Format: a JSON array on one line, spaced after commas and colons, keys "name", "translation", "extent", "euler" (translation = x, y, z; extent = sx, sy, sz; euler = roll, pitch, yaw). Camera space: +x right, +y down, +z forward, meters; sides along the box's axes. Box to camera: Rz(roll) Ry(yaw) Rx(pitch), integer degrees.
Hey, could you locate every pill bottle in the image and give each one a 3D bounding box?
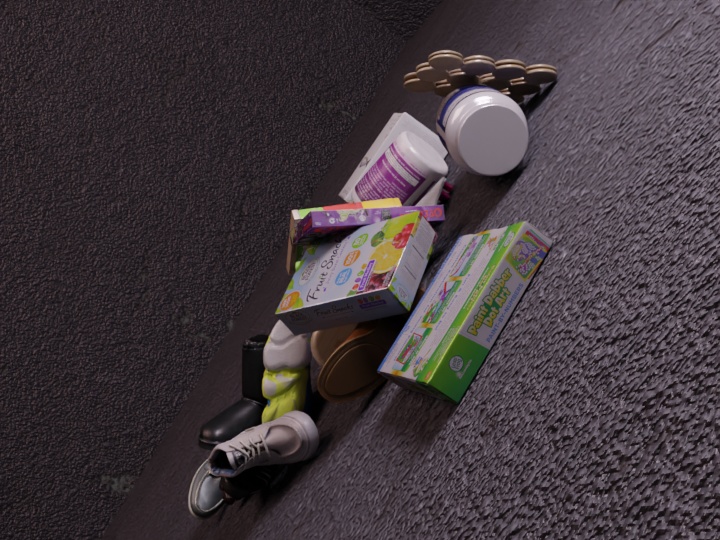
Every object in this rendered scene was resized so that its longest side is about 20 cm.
[{"name": "pill bottle", "translation": [0.054, -0.142, 1.639], "extent": [0.200, 0.112, 0.112], "euler": [-47, 12, 21]}, {"name": "pill bottle", "translation": [0.171, -0.197, 1.284], "extent": [0.116, 0.116, 0.200], "euler": [-53, 11, 13]}]

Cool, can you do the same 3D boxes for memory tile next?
[{"name": "memory tile", "translation": [0.176, -0.286, 1.359], "extent": [0.153, 0.199, 0.017], "euler": [153, 120, -71]}]

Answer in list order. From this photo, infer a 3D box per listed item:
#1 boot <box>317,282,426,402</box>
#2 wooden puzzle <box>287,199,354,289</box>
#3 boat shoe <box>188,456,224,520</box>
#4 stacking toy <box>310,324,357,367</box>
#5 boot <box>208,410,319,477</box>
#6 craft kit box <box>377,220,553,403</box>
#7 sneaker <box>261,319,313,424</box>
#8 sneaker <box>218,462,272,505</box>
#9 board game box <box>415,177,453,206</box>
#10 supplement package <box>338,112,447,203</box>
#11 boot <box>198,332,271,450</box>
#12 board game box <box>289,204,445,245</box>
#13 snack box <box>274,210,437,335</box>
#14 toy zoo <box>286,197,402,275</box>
[{"name": "boot", "translation": [0.014, 0.089, 1.253], "extent": [0.200, 0.074, 0.155], "euler": [-44, 11, -2]}, {"name": "wooden puzzle", "translation": [-0.043, 0.001, 1.567], "extent": [0.200, 0.037, 0.185], "euler": [-57, -30, -15]}, {"name": "boat shoe", "translation": [-0.237, 0.346, 1.616], "extent": [0.200, 0.073, 0.062], "euler": [-57, 5, -37]}, {"name": "stacking toy", "translation": [-0.041, 0.112, 1.441], "extent": [0.086, 0.085, 0.200], "euler": [-57, 4, -5]}, {"name": "boot", "translation": [-0.143, 0.258, 1.303], "extent": [0.095, 0.074, 0.200], "euler": [-20, -8, -38]}, {"name": "craft kit box", "translation": [0.110, 0.045, 1.020], "extent": [0.200, 0.048, 0.197], "euler": [-58, 8, -9]}, {"name": "sneaker", "translation": [-0.110, 0.169, 1.434], "extent": [0.105, 0.075, 0.201], "euler": [50, -130, -73]}, {"name": "sneaker", "translation": [-0.192, 0.340, 1.456], "extent": [0.116, 0.076, 0.200], "euler": [-59, -1, 14]}, {"name": "board game box", "translation": [0.070, -0.034, 1.502], "extent": [0.200, 0.026, 0.200], "euler": [-47, 13, 42]}, {"name": "supplement package", "translation": [0.064, -0.190, 1.761], "extent": [0.200, 0.117, 0.117], "euler": [-56, 12, 3]}, {"name": "boot", "translation": [-0.174, 0.190, 1.449], "extent": [0.198, 0.073, 0.163], "euler": [-6, -76, -52]}, {"name": "board game box", "translation": [0.008, -0.065, 1.320], "extent": [0.120, 0.199, 0.032], "euler": [139, 125, -66]}, {"name": "snack box", "translation": [-0.006, 0.005, 1.225], "extent": [0.200, 0.053, 0.142], "euler": [-14, 38, 38]}, {"name": "toy zoo", "translation": [-0.012, -0.053, 1.411], "extent": [0.131, 0.199, 0.021], "euler": [100, 156, -49]}]
